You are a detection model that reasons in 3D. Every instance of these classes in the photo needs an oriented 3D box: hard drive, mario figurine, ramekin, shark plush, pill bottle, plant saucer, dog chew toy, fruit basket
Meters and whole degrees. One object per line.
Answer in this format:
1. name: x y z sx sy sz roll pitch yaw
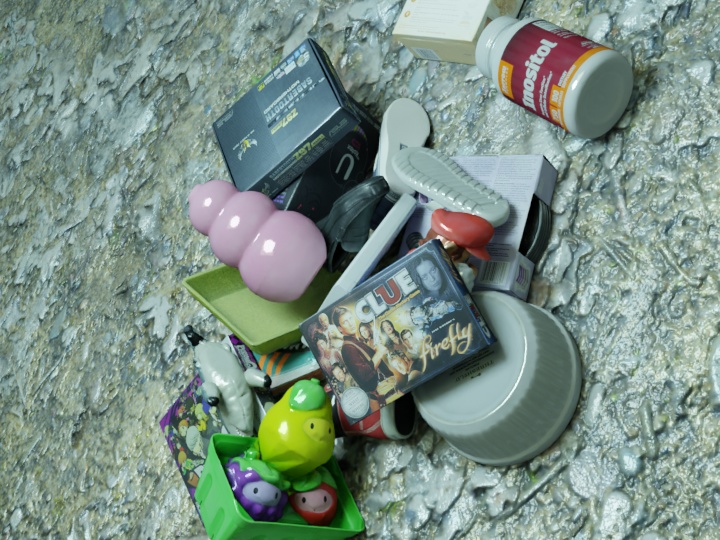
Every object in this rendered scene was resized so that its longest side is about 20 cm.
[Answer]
1. hard drive: 0.000 0.000 1.409 0.200 0.027 0.132 -54 -2 -43
2. mario figurine: 0.087 0.015 1.321 0.200 0.106 0.124 -41 54 12
3. ramekin: 0.150 0.121 1.284 0.198 0.105 0.203 -18 58 32
4. shark plush: -0.202 0.146 1.456 0.090 0.084 0.199 -28 51 -33
5. pill bottle: 0.242 -0.255 1.396 0.114 0.113 0.200 -54 46 2
6. plant saucer: -0.118 0.044 1.519 0.199 0.198 0.048 36 136 43
7. dog chew toy: -0.144 -0.048 1.457 0.199 0.125 0.125 36 93 1
8. fruit basket: -0.085 0.246 1.343 0.215 0.215 0.156 -42 48 14

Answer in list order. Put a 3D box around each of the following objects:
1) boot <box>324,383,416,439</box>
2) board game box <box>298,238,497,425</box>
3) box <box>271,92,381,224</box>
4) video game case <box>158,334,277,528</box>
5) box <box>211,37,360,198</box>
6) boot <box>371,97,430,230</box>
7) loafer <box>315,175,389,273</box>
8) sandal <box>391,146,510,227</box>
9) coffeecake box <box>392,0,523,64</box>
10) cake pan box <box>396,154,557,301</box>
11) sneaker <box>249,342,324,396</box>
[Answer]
1. boot: 0.008 0.119 1.426 0.143 0.072 0.203 -6 68 38
2. board game box: 0.040 0.072 1.260 0.199 0.035 0.137 -33 81 21
3. box: -0.068 -0.155 1.587 0.105 0.122 0.202 17 80 42
4. video game case: -0.188 0.222 1.502 0.200 0.036 0.182 -49 55 28
5. box: -0.108 -0.206 1.526 0.199 0.051 0.159 -38 51 18
6. boot: 0.043 -0.151 1.534 0.091 0.072 0.201 -54 17 45
7. loafer: -0.010 -0.061 1.471 0.071 0.068 0.201 56 143 8
8. sandal: 0.107 -0.098 1.398 0.202 0.082 0.050 41 138 42
9. coffeecake box: 0.157 -0.405 1.566 0.152 0.073 0.202 17 79 43
10. cake pan box: 0.149 -0.058 1.414 0.198 0.052 0.187 3 72 40
11. sneaker: -0.108 0.123 1.504 0.198 0.071 0.081 -21 73 31
